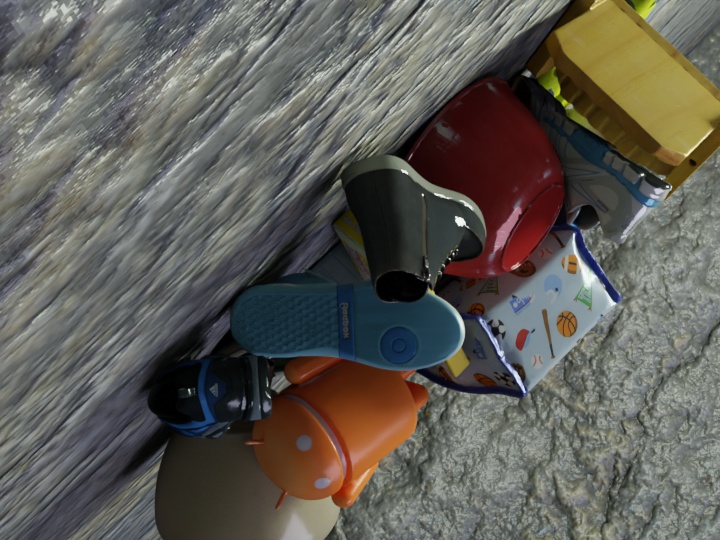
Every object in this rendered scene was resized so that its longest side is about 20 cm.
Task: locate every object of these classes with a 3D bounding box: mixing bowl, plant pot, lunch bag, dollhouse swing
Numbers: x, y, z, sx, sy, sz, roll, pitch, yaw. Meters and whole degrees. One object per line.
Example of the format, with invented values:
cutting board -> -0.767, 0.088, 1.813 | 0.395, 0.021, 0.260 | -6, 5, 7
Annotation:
mixing bowl -> 0.120, -0.068, 1.410 | 0.200, 0.108, 0.200 | -44, 157, -24
plant pot -> -0.123, 0.198, 1.584 | 0.200, 0.200, 0.135 | -39, 137, -45
lunch bag -> 0.137, 0.039, 1.574 | 0.170, 0.124, 0.200 | -38, -164, -26
dollhouse swing -> 0.245, -0.153, 1.483 | 0.176, 0.200, 0.182 | -41, 173, -38

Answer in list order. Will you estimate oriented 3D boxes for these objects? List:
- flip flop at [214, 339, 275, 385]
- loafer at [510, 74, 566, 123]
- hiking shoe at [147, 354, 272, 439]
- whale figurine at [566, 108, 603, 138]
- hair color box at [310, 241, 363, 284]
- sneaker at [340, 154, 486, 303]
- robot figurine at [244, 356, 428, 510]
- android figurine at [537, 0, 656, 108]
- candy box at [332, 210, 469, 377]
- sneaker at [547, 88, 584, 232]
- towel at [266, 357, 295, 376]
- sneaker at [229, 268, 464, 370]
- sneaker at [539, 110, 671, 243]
flip flop -> -0.118, 0.105, 1.459 | 0.081, 0.058, 0.200 | -38, 171, -49
loafer -> 0.148, -0.107, 1.545 | 0.072, 0.073, 0.200 | 42, 59, -47
hiking shoe -> -0.146, 0.104, 1.299 | 0.087, 0.075, 0.200 | 1, 166, -24
whale figurine -> 0.248, -0.133, 1.780 | 0.200, 0.104, 0.159 | -24, -150, 23
hair color box -> 0.000, 0.000, 1.537 | 0.200, 0.061, 0.099 | -43, 173, -16
sneaker -> 0.050, -0.013, 1.252 | 0.075, 0.106, 0.200 | -21, 156, 26
robot figurine -> -0.024, 0.152, 1.493 | 0.200, 0.117, 0.144 | -33, 155, -30
android figurine -> 0.265, -0.252, 1.715 | 0.182, 0.041, 0.200 | -41, 172, -37
candy box -> 0.041, 0.025, 1.428 | 0.026, 0.102, 0.200 | -43, 148, -9
sneaker -> 0.198, -0.122, 1.615 | 0.070, 0.109, 0.200 | -20, -149, 9
towel -> -0.045, 0.091, 1.668 | 0.152, 0.023, 0.200 | -15, 180, 17
sneaker -> -0.007, 0.038, 1.321 | 0.131, 0.200, 0.080 | -54, 150, -83
sneaker -> 0.214, -0.089, 1.448 | 0.087, 0.075, 0.200 | -60, -151, 14
